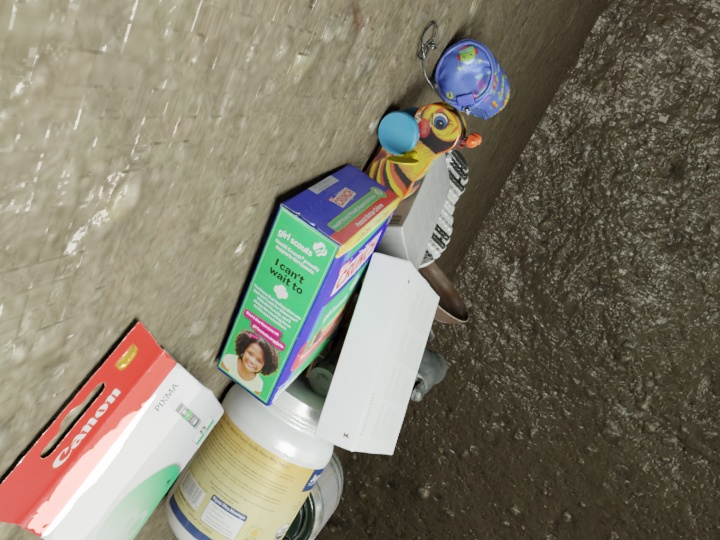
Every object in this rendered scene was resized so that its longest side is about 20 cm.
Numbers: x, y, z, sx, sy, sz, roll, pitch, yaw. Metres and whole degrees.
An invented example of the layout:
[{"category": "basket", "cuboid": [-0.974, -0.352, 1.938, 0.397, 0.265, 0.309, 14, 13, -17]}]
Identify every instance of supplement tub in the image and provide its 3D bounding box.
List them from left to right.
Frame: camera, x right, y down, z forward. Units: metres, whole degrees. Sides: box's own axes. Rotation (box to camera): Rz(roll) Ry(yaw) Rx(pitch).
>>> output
[{"category": "supplement tub", "cuboid": [-0.118, 0.219, 0.748, 0.202, 0.143, 0.144, -58, 169, 2]}]

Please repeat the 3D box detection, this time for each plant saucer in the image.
[{"category": "plant saucer", "cuboid": [0.091, 0.010, 1.009, 0.032, 0.201, 0.200, -42, 174, 18]}]

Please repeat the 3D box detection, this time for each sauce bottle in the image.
[{"category": "sauce bottle", "cuboid": [0.003, 0.088, 0.814, 0.200, 0.065, 0.067, -41, 159, -55]}]

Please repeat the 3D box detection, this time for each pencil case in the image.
[{"category": "pencil case", "cuboid": [0.155, -0.250, 0.873, 0.200, 0.076, 0.089, -26, 117, -69]}]

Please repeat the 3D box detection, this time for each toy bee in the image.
[{"category": "toy bee", "cuboid": [0.074, -0.146, 0.726, 0.131, 0.108, 0.202, -46, 163, -40]}]

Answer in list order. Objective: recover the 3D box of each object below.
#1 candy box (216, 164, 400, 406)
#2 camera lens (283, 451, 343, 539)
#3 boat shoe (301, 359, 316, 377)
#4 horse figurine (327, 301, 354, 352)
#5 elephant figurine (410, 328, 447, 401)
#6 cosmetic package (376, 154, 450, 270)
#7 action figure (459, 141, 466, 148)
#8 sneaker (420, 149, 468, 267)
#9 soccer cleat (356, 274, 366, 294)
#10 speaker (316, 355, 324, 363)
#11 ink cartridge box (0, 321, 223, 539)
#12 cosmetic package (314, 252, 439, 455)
[{"category": "candy box", "cuboid": [-0.050, 0.010, 0.669, 0.169, 0.076, 0.203, -43, 160, -59]}, {"category": "camera lens", "cuboid": [-0.121, 0.390, 1.137, 0.162, 0.158, 0.200, -59, 169, 7]}, {"category": "boat shoe", "cuboid": [-0.103, 0.162, 0.861, 0.204, 0.071, 0.072, -68, 168, 10]}, {"category": "horse figurine", "cuboid": [-0.026, 0.081, 0.901, 0.134, 0.049, 0.203, -83, 173, -50]}, {"category": "elephant figurine", "cuboid": [0.049, 0.096, 1.024, 0.154, 0.204, 0.140, -20, 177, 44]}, {"category": "cosmetic package", "cuboid": [0.068, -0.084, 0.845, 0.202, 0.050, 0.084, -63, 145, -44]}, {"category": "action figure", "cuboid": [0.132, -0.141, 1.154, 0.202, 0.051, 0.065, -62, 172, 29]}, {"category": "sneaker", "cuboid": [0.099, -0.090, 0.979, 0.075, 0.080, 0.203, 46, 57, -38]}, {"category": "soccer cleat", "cuboid": [-0.001, 0.000, 0.848, 0.085, 0.064, 0.200, -69, 159, -8]}, {"category": "speaker", "cuboid": [-0.067, 0.186, 1.046, 0.082, 0.080, 0.200, -56, 169, -10]}, {"category": "ink cartridge box", "cuboid": [-0.186, 0.146, 0.515, 0.162, 0.050, 0.201, -55, 170, -21]}, {"category": "cosmetic package", "cuboid": [0.026, 0.100, 0.733, 0.151, 0.051, 0.204, 44, 62, -67]}]
